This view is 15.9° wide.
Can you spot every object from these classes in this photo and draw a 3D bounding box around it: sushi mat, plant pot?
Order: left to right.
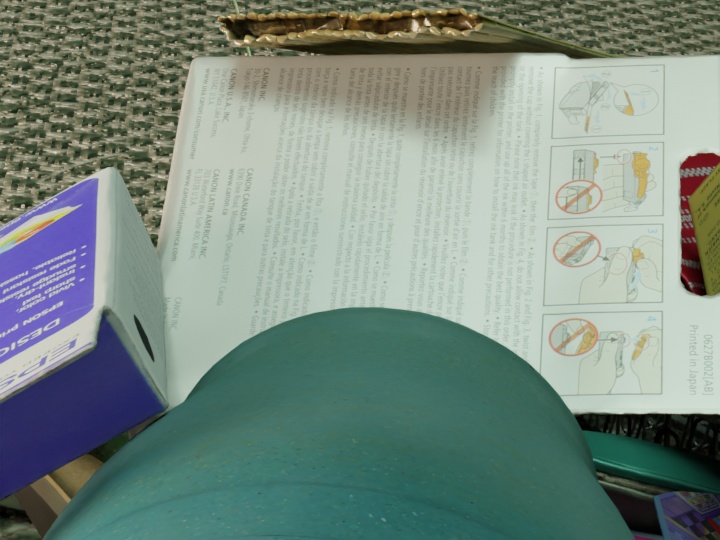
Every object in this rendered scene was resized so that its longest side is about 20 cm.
[{"bbox_3d":[-0.005,0.109,0.693,0.199,0.201,0.188,7,28,3],"label":"plant pot"},{"bbox_3d":[0.033,-0.080,0.936,0.095,0.012,0.200,0,0,22],"label":"sushi mat"}]

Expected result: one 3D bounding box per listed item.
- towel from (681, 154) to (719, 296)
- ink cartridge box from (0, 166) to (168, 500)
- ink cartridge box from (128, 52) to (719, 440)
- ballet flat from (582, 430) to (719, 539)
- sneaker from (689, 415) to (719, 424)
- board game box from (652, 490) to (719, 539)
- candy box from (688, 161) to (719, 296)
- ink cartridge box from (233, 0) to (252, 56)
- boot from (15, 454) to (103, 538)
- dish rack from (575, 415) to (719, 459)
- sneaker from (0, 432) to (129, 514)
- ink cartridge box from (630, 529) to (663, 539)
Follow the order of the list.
[{"bbox_3d":[0.161,0.005,1.001,0.144,0.022,0.200,-3,54,-46],"label":"towel"},{"bbox_3d":[-0.146,0.055,0.722,0.198,0.044,0.200,-29,14,4],"label":"ink cartridge box"},{"bbox_3d":[0.034,-0.001,0.830,0.199,0.050,0.161,1,48,6],"label":"ink cartridge box"},{"bbox_3d":[0.149,0.102,0.983,0.199,0.064,0.067,6,12,-24],"label":"ballet flat"},{"bbox_3d":[0.123,0.006,1.042,0.199,0.100,0.078,2,19,-17],"label":"sneaker"},{"bbox_3d":[0.178,0.131,0.839,0.158,0.039,0.200,28,25,-17],"label":"board game box"},{"bbox_3d":[0.184,0.035,0.900,0.116,0.057,0.200,29,29,-18],"label":"candy box"},{"bbox_3d":[0.000,0.000,0.963,0.048,0.146,0.200,-13,47,1],"label":"ink cartridge box"},{"bbox_3d":[-0.054,0.100,0.896,0.075,0.074,0.200,-43,49,-17],"label":"boot"},{"bbox_3d":[0.113,0.062,1.110,0.199,0.055,0.153,-12,27,-41],"label":"dish rack"},{"bbox_3d":[-0.074,0.059,1.014,0.199,0.089,0.077,12,20,13],"label":"sneaker"},{"bbox_3d":[0.084,0.141,0.850,0.119,0.042,0.200,11,22,13],"label":"ink cartridge box"}]
